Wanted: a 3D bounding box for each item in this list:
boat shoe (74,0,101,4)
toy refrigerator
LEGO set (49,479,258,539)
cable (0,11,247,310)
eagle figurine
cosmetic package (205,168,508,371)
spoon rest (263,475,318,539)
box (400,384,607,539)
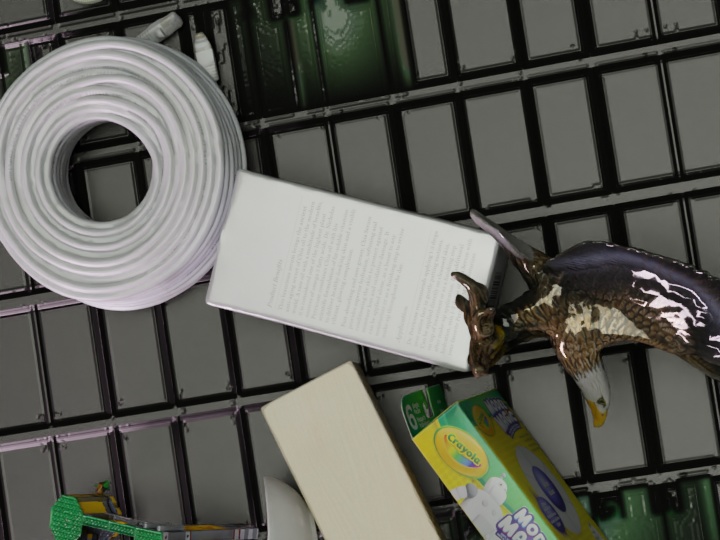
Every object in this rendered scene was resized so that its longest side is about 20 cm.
[{"bbox_3d":[-0.204,-0.302,1.676,0.072,0.062,0.202,7,90,12],"label":"boat shoe"},{"bbox_3d":[0.009,0.172,1.615,0.076,0.070,0.201,-28,83,3],"label":"toy refrigerator"},{"bbox_3d":[-0.149,0.253,1.643,0.153,0.115,0.202,-6,82,41],"label":"LEGO set"},{"bbox_3d":[-0.181,-0.072,1.661,0.199,0.069,0.201,-23,84,10],"label":"cable"},{"bbox_3d":[0.168,0.032,1.521,0.198,0.152,0.152,-13,42,2],"label":"eagle figurine"},{"bbox_3d":[0.000,0.000,1.618,0.199,0.071,0.102,15,92,12],"label":"cosmetic package"},{"bbox_3d":[-0.050,0.234,1.579,0.060,0.100,0.201,-11,49,-6],"label":"spoon rest"},{"bbox_3d":[0.109,0.157,1.567,0.048,0.117,0.200,-41,81,14],"label":"box"}]
